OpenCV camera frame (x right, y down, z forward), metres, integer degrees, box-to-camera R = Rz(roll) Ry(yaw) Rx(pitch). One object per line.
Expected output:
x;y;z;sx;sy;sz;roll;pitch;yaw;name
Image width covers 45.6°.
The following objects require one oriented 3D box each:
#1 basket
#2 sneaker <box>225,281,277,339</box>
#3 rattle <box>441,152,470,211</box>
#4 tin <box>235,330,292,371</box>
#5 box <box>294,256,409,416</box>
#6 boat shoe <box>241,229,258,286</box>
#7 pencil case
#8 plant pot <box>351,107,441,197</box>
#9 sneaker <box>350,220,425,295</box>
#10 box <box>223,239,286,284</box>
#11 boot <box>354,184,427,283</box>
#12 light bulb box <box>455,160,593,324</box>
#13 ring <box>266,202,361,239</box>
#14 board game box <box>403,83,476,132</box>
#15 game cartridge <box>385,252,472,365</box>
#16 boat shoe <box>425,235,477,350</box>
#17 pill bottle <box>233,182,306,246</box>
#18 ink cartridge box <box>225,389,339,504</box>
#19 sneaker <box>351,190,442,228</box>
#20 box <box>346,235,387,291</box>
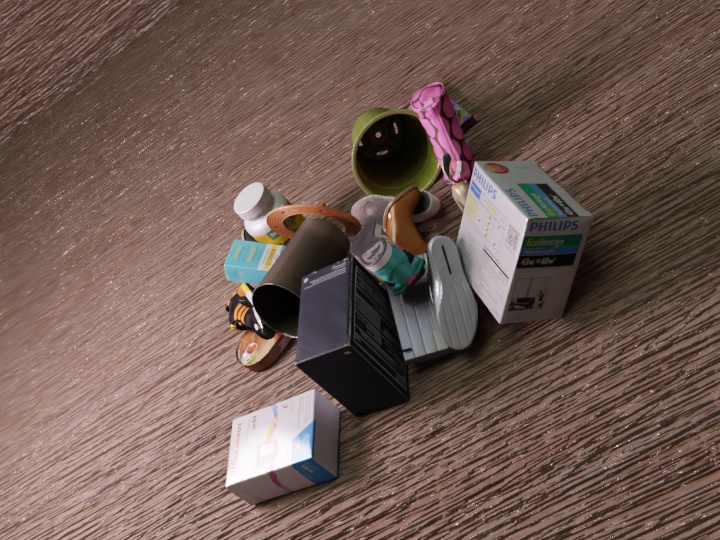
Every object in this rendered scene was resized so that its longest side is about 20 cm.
-0.110;0.006;1.702;0.135;0.181;0.201;24;57;7;basket
-0.234;0.105;1.805;0.090;0.070;0.200;-46;34;7;sneaker
0.167;-0.103;1.576;0.142;0.200;0.131;-32;40;15;rattle
-0.185;0.125;1.820;0.200;0.042;0.112;-53;35;-11;tin
-0.012;0.121;1.538;0.123;0.200;0.199;-23;43;24;box
-0.227;-0.035;1.976;0.063;0.074;0.202;-30;41;3;boat shoe
0.172;-0.272;1.725;0.090;0.201;0.094;-17;30;25;pencil case
0.059;-0.274;1.859;0.200;0.200;0.190;-40;27;6;plant pot
0.057;-0.019;1.547;0.084;0.121;0.200;-48;20;9;sneaker
-0.185;-0.011;1.838;0.199;0.049;0.083;7;47;10;box
0.102;-0.055;1.651;0.155;0.077;0.200;32;71;15;boot
0.262;-0.051;1.426;0.124;0.201;0.199;-4;35;-21;light bulb box
-0.096;-0.099;1.772;0.199;0.200;0.019;-9;67;36;ring
0.165;-0.339;1.929;0.120;0.032;0.200;-45;39;7;board game box
0.121;0.063;1.548;0.129;0.038;0.201;-14;60;3;game cartridge
0.158;0.040;1.494;0.072;0.071;0.201;-8;80;-4;boat shoe
-0.184;-0.101;1.888;0.112;0.200;0.113;-24;43;24;pill bottle
-0.143;0.324;1.567;0.199;0.085;0.145;-25;43;25;ink cartridge box
0.078;-0.119;1.771;0.199;0.084;0.073;-4;83;33;sneaker
0.000;0.000;1.756;0.199;0.048;0.159;-9;51;36;box
